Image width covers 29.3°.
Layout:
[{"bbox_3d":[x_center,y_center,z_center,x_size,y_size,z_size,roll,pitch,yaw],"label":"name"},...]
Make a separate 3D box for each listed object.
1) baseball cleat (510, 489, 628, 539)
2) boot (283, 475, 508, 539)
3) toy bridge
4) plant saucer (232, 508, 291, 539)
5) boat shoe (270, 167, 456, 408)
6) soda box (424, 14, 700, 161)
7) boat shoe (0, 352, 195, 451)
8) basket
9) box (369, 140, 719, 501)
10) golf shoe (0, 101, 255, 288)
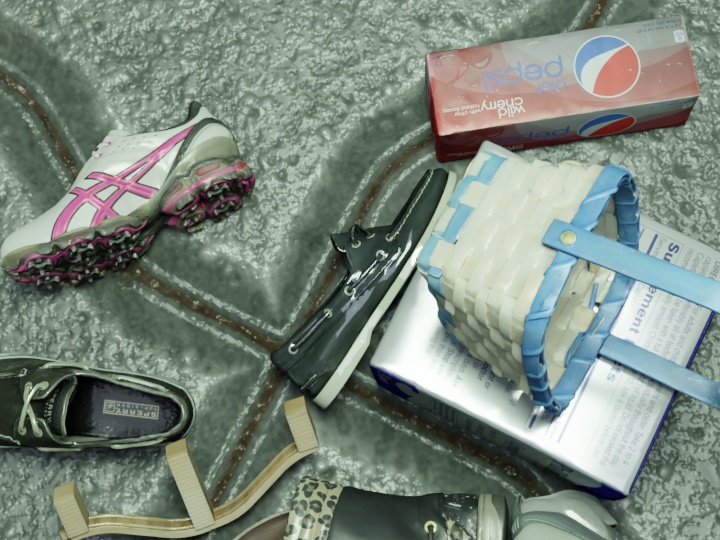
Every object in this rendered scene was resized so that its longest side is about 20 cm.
[{"bbox_3d":[0.191,0.214,0.962,0.199,0.107,0.070,34,118,-16],"label":"baseball cleat"},{"bbox_3d":[0.016,0.243,0.934,0.152,0.074,0.205,8,76,8],"label":"boot"},{"bbox_3d":[-0.123,0.157,0.998,0.199,0.027,0.068,-21,111,-3],"label":"toy bridge"},{"bbox_3d":[-0.025,0.269,0.978,0.198,0.032,0.202,-1,77,3],"label":"plant saucer"},{"bbox_3d":[0.000,0.000,1.019,0.066,0.075,0.200,31,89,-2],"label":"boat shoe"},{"bbox_3d":[0.151,-0.137,1.049,0.198,0.063,0.071,-8,76,1],"label":"soda box"},{"bbox_3d":[-0.220,0.096,1.001,0.198,0.064,0.071,1,86,-2],"label":"boat shoe"},{"bbox_3d":[0.144,0.016,0.849,0.199,0.177,0.140,29,75,20],"label":"basket"},{"bbox_3d":[0.135,0.039,0.987,0.199,0.105,0.185,27,79,9],"label":"box"},{"bbox_3d":[-0.184,-0.056,1.046,0.199,0.073,0.092,-26,71,-14],"label":"golf shoe"}]
